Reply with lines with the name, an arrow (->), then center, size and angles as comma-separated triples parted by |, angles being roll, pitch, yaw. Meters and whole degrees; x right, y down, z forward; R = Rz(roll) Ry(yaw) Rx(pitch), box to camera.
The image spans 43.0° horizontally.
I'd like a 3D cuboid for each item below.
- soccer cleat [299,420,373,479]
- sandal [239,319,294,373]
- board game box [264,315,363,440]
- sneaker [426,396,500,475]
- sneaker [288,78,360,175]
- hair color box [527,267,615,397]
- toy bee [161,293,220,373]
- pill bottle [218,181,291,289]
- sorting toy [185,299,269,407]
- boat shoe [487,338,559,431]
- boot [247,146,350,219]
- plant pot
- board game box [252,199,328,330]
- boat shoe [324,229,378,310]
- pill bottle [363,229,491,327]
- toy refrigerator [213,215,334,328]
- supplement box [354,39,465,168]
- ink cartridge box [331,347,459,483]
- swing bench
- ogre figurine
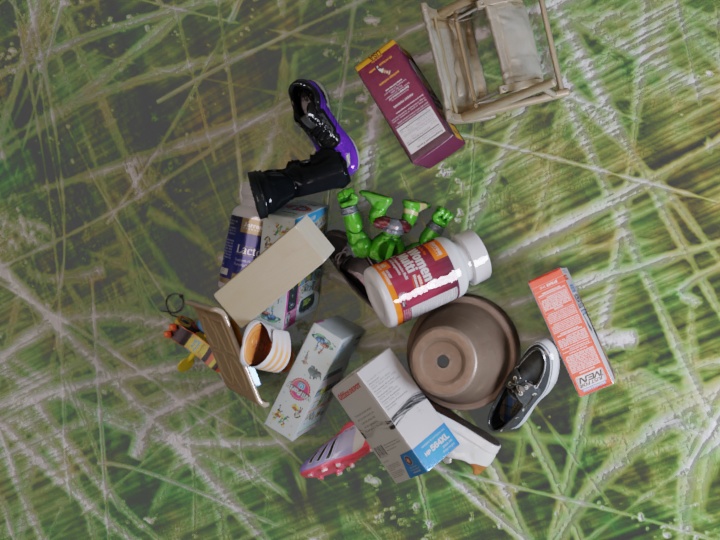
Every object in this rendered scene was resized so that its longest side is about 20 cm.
soccer cleat -> -0.027, 0.316, 1.661 | 0.199, 0.067, 0.077 | -29, 60, 19
sandal -> -0.141, 0.136, 1.565 | 0.059, 0.207, 0.080 | 8, 80, 21
board game box -> -0.079, 0.187, 1.618 | 0.064, 0.147, 0.201 | 27, 99, 13
sneaker -> 0.139, 0.285, 1.591 | 0.199, 0.073, 0.085 | 32, 103, 17
sneaker -> -0.076, -0.256, 1.642 | 0.069, 0.099, 0.201 | -32, 81, 18
hair color box -> 0.348, 0.097, 1.497 | 0.063, 0.111, 0.202 | -24, 84, 16
toy bee -> -0.323, 0.132, 1.731 | 0.198, 0.109, 0.132 | 19, 98, 18
pill bottle -> -0.188, -0.055, 1.676 | 0.115, 0.116, 0.202 | 12, 92, 18
sorting toy -> -0.231, 0.140, 1.613 | 0.036, 0.185, 0.201 | -30, 104, -21
boat shoe -> 0.267, 0.197, 1.508 | 0.069, 0.056, 0.201 | 46, 136, 31
boot -> -0.101, -0.152, 1.534 | 0.166, 0.200, 0.077 | -15, 103, -2
plant pot -> 0.160, 0.143, 1.530 | 0.198, 0.174, 0.203 | 0, 91, 18
board game box -> -0.122, -0.013, 1.618 | 0.064, 0.147, 0.202 | 12, 107, 18
boat shoe -> 0.000, 0.000, 1.643 | 0.067, 0.057, 0.200 | -46, 77, 16
pill bottle -> 0.113, 0.010, 1.542 | 0.199, 0.110, 0.110 | -24, 82, -12
toy refrigerator -> -0.143, 0.002, 1.515 | 0.200, 0.070, 0.076 | -39, 96, 24
supplement box -> 0.087, -0.284, 1.582 | 0.085, 0.110, 0.201 | -33, 81, 16
ink cartridge box -> 0.055, 0.246, 1.544 | 0.084, 0.146, 0.201 | -33, 85, -27
swing bench -> 0.223, -0.367, 1.529 | 0.198, 0.130, 0.201 | -13, 87, 24
ogre figurine -> 0.050, -0.070, 1.600 | 0.198, 0.098, 0.121 | 8, 101, -25
